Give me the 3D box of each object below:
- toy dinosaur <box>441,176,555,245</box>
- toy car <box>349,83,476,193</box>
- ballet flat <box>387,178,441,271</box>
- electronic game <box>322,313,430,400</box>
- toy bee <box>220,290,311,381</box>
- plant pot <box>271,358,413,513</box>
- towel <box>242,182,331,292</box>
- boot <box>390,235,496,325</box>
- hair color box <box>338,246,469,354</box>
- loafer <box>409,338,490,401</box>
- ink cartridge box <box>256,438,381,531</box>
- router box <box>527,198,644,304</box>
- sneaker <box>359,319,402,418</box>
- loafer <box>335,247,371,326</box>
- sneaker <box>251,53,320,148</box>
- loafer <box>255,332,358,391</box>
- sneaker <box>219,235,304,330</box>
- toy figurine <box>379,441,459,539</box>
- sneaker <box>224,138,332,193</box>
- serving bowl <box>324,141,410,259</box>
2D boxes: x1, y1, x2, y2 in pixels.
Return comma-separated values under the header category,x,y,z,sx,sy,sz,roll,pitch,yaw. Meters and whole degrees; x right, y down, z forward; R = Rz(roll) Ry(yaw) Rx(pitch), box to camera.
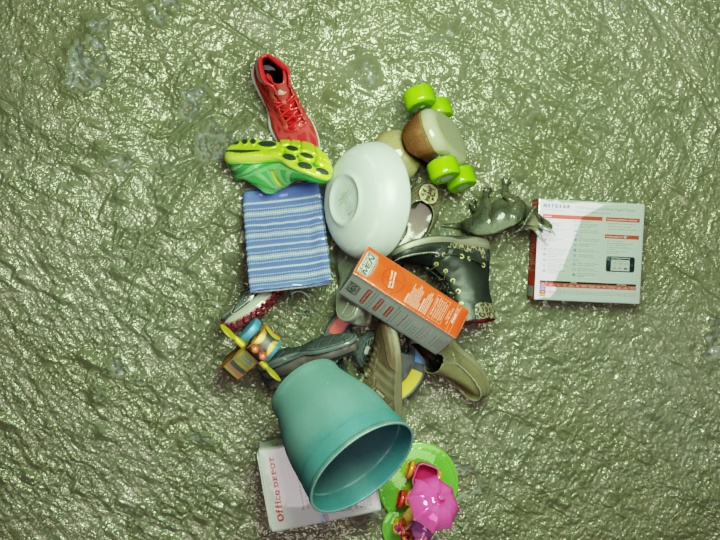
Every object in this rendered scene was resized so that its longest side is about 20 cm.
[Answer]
category,x,y,z,sx,sy,sz,roll,pitch,yaw
toy dinosaur,0.235,-0.099,1.697,0.197,0.103,0.077,-6,137,9
toy car,0.075,-0.197,1.687,0.198,0.157,0.166,-24,74,22
ballet flat,0.092,-0.068,1.723,0.067,0.046,0.202,26,90,-6
electronic game,0.027,0.146,1.729,0.197,0.042,0.203,0,93,-4
toy bee,-0.178,0.123,1.621,0.130,0.109,0.202,25,118,1
plant pot,-0.046,0.256,1.587,0.200,0.200,0.188,-41,56,-2
towel,-0.128,-0.061,1.673,0.142,0.024,0.203,-6,62,-3
boot,0.150,0.020,1.682,0.198,0.073,0.153,-2,77,-31
hair color box,0.070,0.051,1.608,0.199,0.102,0.062,32,64,-3
loafer,0.150,0.163,1.706,0.200,0.076,0.068,48,60,-14
ink cartridge box,-0.073,0.361,1.707,0.197,0.084,0.147,-10,92,-4
router box,0.406,-0.034,1.748,0.197,0.049,0.182,3,92,-5
sneaker,0.032,0.177,1.677,0.074,0.070,0.203,-5,99,-7
loafer,0.000,0.000,1.707,0.071,0.063,0.203,-6,67,37
sneaker,-0.132,-0.277,1.663,0.078,0.116,0.201,-32,94,-3
loafer,-0.087,0.160,1.692,0.198,0.072,0.064,-16,104,20
sneaker,-0.172,0.024,1.696,0.075,0.081,0.200,42,80,11
toy figurine,0.103,0.415,1.674,0.148,0.184,0.203,19,91,-5
sneaker,-0.137,-0.177,1.677,0.197,0.075,0.084,10,136,17
serving bowl,-0.003,-0.117,1.626,0.065,0.199,0.203,0,93,-38
